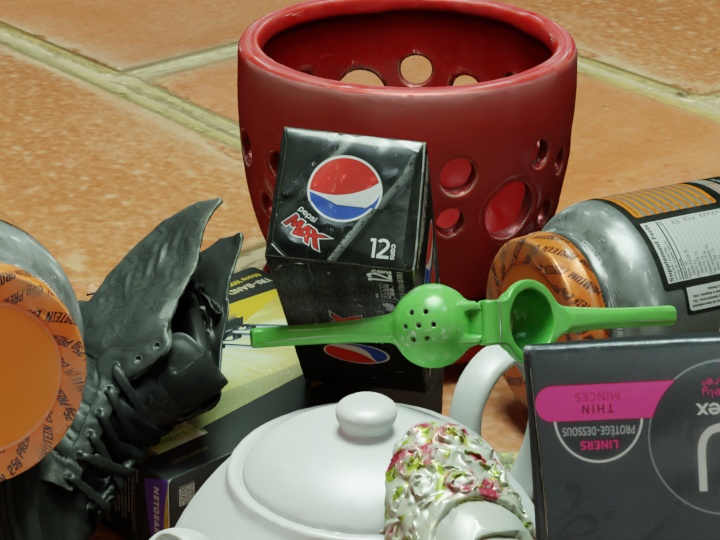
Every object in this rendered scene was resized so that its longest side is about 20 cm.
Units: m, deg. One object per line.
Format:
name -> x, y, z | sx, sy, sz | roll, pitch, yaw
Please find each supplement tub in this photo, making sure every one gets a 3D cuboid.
supplement tub -> -0.202, 0.021, 0.989 | 0.122, 0.124, 0.200 | -9, 18, -23
supplement tub -> 0.178, 0.014, 1.189 | 0.199, 0.123, 0.122 | -10, 27, -25

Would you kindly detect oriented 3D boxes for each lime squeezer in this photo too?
lime squeezer -> 0.053, 0.028, 0.950 | 0.198, 0.038, 0.071 | -4, -19, -8

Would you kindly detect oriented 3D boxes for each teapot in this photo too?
teapot -> 0.004, 0.119, 0.931 | 0.196, 0.147, 0.200 | 0, 23, -5

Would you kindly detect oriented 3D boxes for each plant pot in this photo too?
plant pot -> 0.024, -0.054, 1.271 | 0.199, 0.184, 0.201 | 2, 25, -1

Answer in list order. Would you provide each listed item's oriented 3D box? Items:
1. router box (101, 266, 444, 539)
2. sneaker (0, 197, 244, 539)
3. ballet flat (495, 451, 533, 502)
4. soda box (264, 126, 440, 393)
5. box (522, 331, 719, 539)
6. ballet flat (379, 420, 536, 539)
router box -> -0.078, 0.071, 1.144 | 0.157, 0.053, 0.199 | 24, 33, 39
sneaker -> -0.112, 0.060, 1.023 | 0.104, 0.060, 0.201 | -16, 45, 21
ballet flat -> 0.149, 0.097, 1.075 | 0.199, 0.071, 0.071 | -11, 27, -20
soda box -> 0.000, 0.000, 1.028 | 0.070, 0.064, 0.200 | 6, -19, 6
box -> 0.145, 0.079, 0.856 | 0.121, 0.107, 0.200 | -4, -4, 16
ballet flat -> 0.052, 0.152, 0.825 | 0.075, 0.202, 0.064 | 0, -16, -26
